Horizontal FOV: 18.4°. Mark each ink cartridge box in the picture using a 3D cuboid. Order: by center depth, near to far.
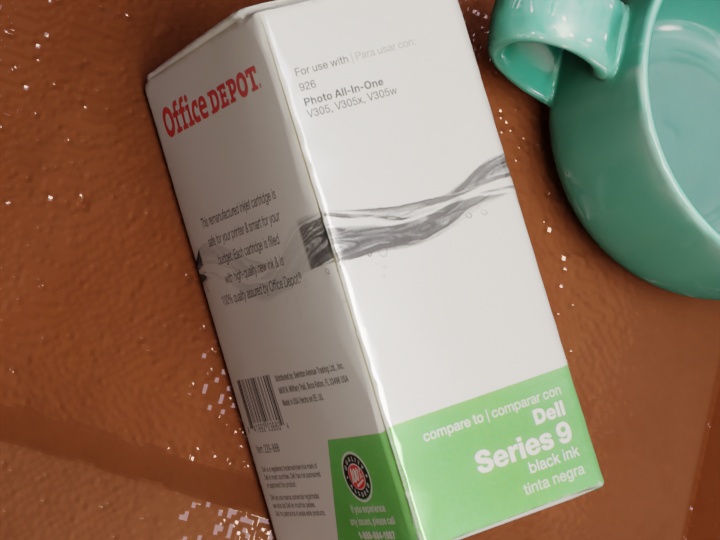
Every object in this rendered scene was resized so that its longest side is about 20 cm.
[{"bbox_3d":[0.000,0.000,0.843,0.084,0.146,0.201,-17,91,-23],"label":"ink cartridge box"}]

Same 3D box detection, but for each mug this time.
[{"bbox_3d":[0.146,-0.076,0.931,0.152,0.114,0.185,-42,100,-21],"label":"mug"}]
